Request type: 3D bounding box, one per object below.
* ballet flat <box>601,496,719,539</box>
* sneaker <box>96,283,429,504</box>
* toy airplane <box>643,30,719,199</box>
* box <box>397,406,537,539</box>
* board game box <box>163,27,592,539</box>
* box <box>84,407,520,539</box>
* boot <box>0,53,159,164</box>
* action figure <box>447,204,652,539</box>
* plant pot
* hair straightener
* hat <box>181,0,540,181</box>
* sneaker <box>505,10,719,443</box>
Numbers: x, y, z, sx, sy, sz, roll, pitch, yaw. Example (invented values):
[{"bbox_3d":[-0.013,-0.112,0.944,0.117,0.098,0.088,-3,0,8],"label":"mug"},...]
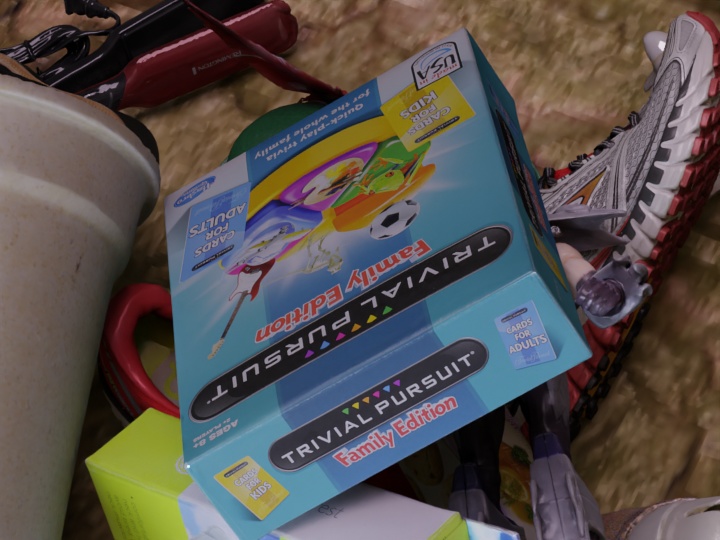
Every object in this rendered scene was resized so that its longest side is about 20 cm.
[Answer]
[{"bbox_3d":[0.170,0.123,1.160,0.199,0.067,0.068,5,60,13],"label":"ballet flat"},{"bbox_3d":[-0.040,0.077,1.207,0.200,0.085,0.077,34,69,17],"label":"sneaker"},{"bbox_3d":[0.222,-0.129,1.258,0.198,0.141,0.201,0,75,21],"label":"toy airplane"},{"bbox_3d":[0.075,0.130,1.164,0.039,0.041,0.200,-6,58,-45],"label":"box"},{"bbox_3d":[0.000,0.000,1.106,0.151,0.047,0.200,-30,29,11],"label":"board game box"},{"bbox_3d":[-0.013,0.134,1.102,0.200,0.122,0.048,15,43,43],"label":"box"},{"bbox_3d":[-0.202,-0.077,1.255,0.199,0.138,0.078,9,82,41],"label":"boot"},{"bbox_3d":[0.060,0.042,1.135,0.130,0.069,0.201,-18,61,21],"label":"action figure"},{"bbox_3d":[-0.186,0.040,1.143,0.200,0.201,0.184,-2,67,8],"label":"plant pot"},{"bbox_3d":[-0.133,-0.100,1.367,0.199,0.041,0.077,-28,53,-2],"label":"hair straightener"},{"bbox_3d":[-0.020,-0.055,1.232,0.199,0.176,0.166,2,59,11],"label":"hat"},{"bbox_3d":[0.097,-0.023,1.211,0.082,0.078,0.201,30,95,13],"label":"sneaker"}]
